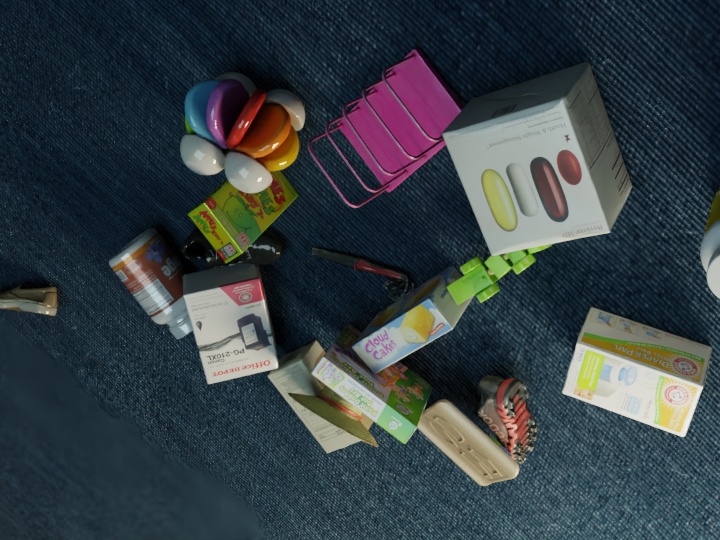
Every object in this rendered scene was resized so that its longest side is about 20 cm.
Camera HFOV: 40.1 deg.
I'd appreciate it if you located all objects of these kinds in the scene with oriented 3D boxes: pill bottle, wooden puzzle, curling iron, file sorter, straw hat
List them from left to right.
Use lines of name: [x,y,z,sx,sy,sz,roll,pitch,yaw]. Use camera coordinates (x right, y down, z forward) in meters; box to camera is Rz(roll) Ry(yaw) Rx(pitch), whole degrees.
pill bottle: [-0.381,0.028,1.899,0.112,0.112,0.201,-26,107,38]
straw hat: [-0.031,0.228,1.760,0.200,0.201,0.086,30,86,2]
curling iron: [0.000,0.000,1.722,0.198,0.026,0.050,23,103,18]
file sorter: [0.037,-0.208,1.491,0.139,0.125,0.200,52,131,0]
wooden puzzle: [0.194,0.304,1.777,0.185,0.046,0.200,42,160,5]
pill bottle: [0.512,-0.041,1.306,0.111,0.200,0.113,14,126,20]

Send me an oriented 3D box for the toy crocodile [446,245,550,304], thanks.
toy crocodile: [0.218,-0.010,1.560,0.200,0.062,0.068,-40,82,30]

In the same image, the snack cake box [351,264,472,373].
snack cake box: [0.090,0.084,1.677,0.067,0.115,0.199,49,130,-8]

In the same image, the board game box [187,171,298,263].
board game box: [-0.192,-0.110,1.644,0.047,0.200,0.102,-28,106,38]

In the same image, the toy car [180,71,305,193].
toy car: [-0.194,-0.236,1.560,0.198,0.176,0.150,22,163,14]

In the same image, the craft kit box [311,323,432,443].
craft kit box: [0.025,0.193,1.732,0.199,0.198,0.049,37,111,1]

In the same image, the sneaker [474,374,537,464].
sneaker: [0.252,0.257,1.736,0.097,0.071,0.202,19,141,39]

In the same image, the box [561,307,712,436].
box: [0.433,0.157,1.546,0.198,0.102,0.113,19,129,16]

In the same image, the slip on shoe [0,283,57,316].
slip on shoe: [-0.736,0.059,2.151,0.198,0.076,0.061,4,83,36]

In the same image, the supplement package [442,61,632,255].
supplement package: [0.254,-0.156,1.406,0.190,0.147,0.202,-12,113,34]

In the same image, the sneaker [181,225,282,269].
sneaker: [-0.235,-0.035,1.791,0.198,0.091,0.077,4,121,25]

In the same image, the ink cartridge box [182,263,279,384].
ink cartridge box: [-0.240,0.097,1.846,0.143,0.085,0.202,-12,119,-5]

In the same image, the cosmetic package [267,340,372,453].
cosmetic package: [-0.075,0.244,1.901,0.105,0.071,0.201,-25,106,37]
